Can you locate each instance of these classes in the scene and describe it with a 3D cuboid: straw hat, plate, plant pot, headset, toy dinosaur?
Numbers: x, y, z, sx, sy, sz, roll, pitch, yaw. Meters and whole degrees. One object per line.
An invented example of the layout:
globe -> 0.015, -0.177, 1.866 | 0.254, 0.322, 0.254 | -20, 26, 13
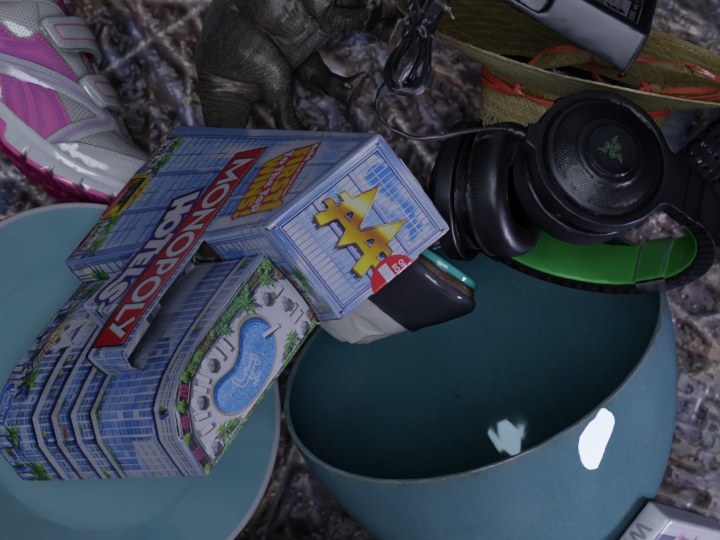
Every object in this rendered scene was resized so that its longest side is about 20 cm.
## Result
straw hat -> 0.104, -0.074, 1.115 | 0.200, 0.201, 0.085 | 13, 108, 3
plate -> -0.134, 0.064, 1.119 | 0.199, 0.026, 0.201 | 10, 70, -27
plant pot -> 0.078, 0.088, 1.138 | 0.199, 0.200, 0.135 | -22, 122, 5
headset -> 0.084, -0.055, 1.026 | 0.200, 0.123, 0.094 | 31, 61, -37
toy dinosaur -> -0.042, -0.130, 1.182 | 0.102, 0.077, 0.200 | 36, 113, 16

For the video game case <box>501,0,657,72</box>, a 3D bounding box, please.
video game case -> 0.063, -0.166, 1.099 | 0.180, 0.200, 0.026 | 30, 107, 1

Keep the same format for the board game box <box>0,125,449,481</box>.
board game box -> -0.065, 0.005, 1.041 | 0.062, 0.199, 0.200 | 51, 55, -23

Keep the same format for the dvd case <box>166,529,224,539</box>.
dvd case -> -0.009, 0.202, 1.174 | 0.199, 0.016, 0.149 | 12, 140, 3

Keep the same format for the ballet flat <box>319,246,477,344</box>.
ballet flat -> 0.000, 0.000, 1.123 | 0.073, 0.200, 0.073 | -6, 110, -18

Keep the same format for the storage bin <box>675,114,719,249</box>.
storage bin -> 0.242, -0.006, 1.087 | 0.094, 0.200, 0.135 | -41, 114, 5

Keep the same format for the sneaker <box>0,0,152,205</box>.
sneaker -> -0.165, -0.097, 1.175 | 0.200, 0.081, 0.088 | 34, 81, -2

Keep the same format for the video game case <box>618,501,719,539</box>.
video game case -> 0.111, 0.207, 1.154 | 0.018, 0.143, 0.200 | 39, 96, 23

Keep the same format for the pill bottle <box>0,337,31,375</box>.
pill bottle -> -0.220, 0.121, 1.180 | 0.115, 0.116, 0.201 | 19, 95, 2
